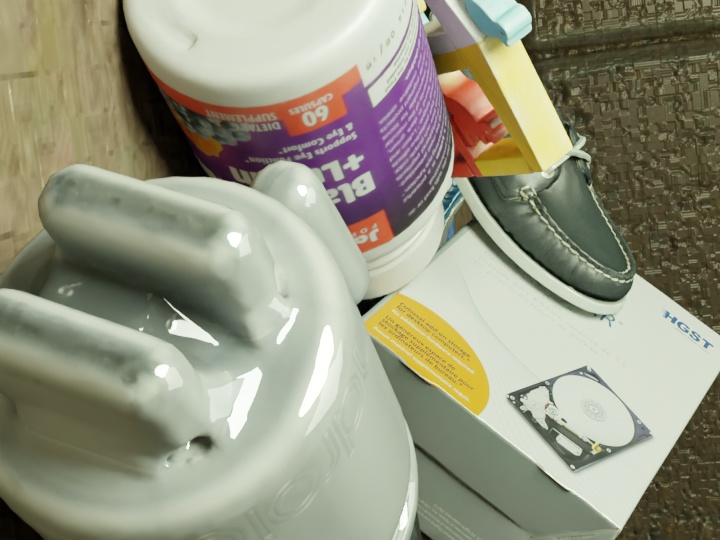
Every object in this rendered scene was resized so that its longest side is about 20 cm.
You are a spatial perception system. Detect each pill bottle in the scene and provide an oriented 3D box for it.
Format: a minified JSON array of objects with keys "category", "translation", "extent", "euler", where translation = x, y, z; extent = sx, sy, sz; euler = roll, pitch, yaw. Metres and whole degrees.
[{"category":"pill bottle","translation":[-0.020,-0.069,0.677],"extent":[0.200,0.111,0.112],"euler":[66,21,-59]}]

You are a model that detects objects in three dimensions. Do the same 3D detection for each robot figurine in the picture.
[{"category":"robot figurine","translation":[-0.045,0.050,0.475],"extent":[0.170,0.112,0.200],"euler":[-60,155,-21]}]

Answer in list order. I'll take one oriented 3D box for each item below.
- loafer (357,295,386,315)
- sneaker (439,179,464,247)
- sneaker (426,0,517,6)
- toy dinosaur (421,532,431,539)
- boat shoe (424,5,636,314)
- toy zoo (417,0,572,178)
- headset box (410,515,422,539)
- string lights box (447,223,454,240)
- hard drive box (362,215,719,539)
[{"category":"loafer","translation":[0.000,0.000,0.857],"extent":[0.068,0.070,0.201],"euler":[-84,165,-45]},{"category":"sneaker","translation":[0.036,-0.075,0.943],"extent":[0.201,0.078,0.090],"euler":[-65,149,-14]},{"category":"sneaker","translation":[0.074,-0.232,0.904],"extent":[0.091,0.076,0.201],"euler":[-17,122,-67]},{"category":"toy dinosaur","translation":[0.009,0.147,0.839],"extent":[0.086,0.135,0.200],"euler":[-38,159,-31]},{"category":"boat shoe","translation":[0.083,-0.065,0.831],"extent":[0.200,0.060,0.075],"euler":[50,32,19]},{"category":"toy zoo","translation":[0.027,-0.102,0.731],"extent":[0.131,0.020,0.200],"euler":[56,-16,-14]},{"category":"headset box","translation":[-0.013,0.175,0.690],"extent":[0.149,0.077,0.201],"euler":[-74,158,-62]},{"category":"string lights box","translation":[0.031,-0.008,1.058],"extent":[0.103,0.059,0.201],"euler":[67,21,-60]},{"category":"hard drive box","translation":[0.084,0.059,0.803],"extent":[0.200,0.156,0.077],"euler":[-41,165,-55]}]
